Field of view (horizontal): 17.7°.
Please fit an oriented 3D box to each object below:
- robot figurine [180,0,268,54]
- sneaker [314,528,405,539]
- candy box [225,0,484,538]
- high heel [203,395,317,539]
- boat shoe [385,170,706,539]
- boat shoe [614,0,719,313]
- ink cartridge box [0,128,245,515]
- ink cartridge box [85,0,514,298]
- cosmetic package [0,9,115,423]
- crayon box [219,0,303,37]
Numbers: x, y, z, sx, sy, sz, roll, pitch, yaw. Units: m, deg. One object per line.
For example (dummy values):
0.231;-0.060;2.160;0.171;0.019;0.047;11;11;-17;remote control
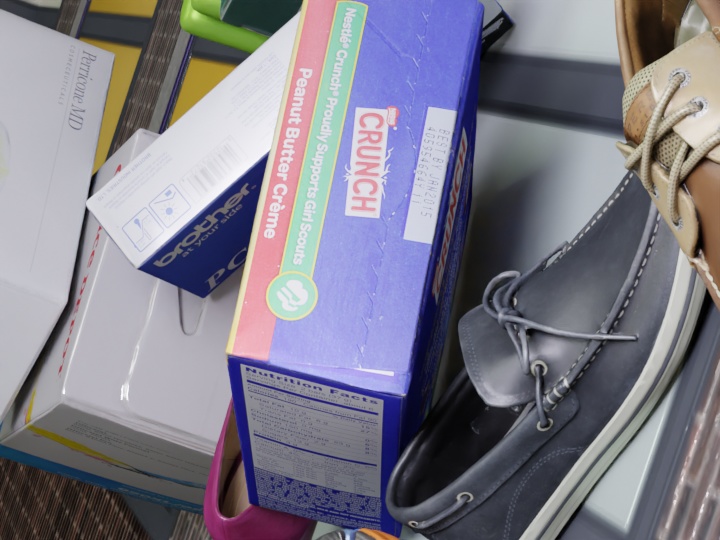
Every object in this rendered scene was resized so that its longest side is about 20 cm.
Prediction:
-0.051;-0.236;1.419;0.175;0.116;0.200;134;151;-73;robot figurine
-0.022;0.167;0.929;0.200;0.078;0.075;-35;60;40;sneaker
0.000;0.000;0.955;0.200;0.077;0.169;92;-170;-68;candy box
-0.026;0.039;1.079;0.096;0.067;0.200;57;-140;-71;high heel
0.069;0.031;0.839;0.075;0.062;0.200;-93;27;-55;boat shoe
0.115;-0.038;0.732;0.200;0.074;0.076;-94;26;-53;boat shoe
-0.094;0.036;1.221;0.200;0.145;0.147;151;135;-68;ink cartridge box
-0.025;-0.073;1.064;0.200;0.044;0.094;-41;-17;6;ink cartridge box
-0.249;-0.049;1.202;0.123;0.200;0.199;-54;22;39;cosmetic package
-0.002;-0.187;1.186;0.200;0.126;0.052;-90;24;-46;crayon box
